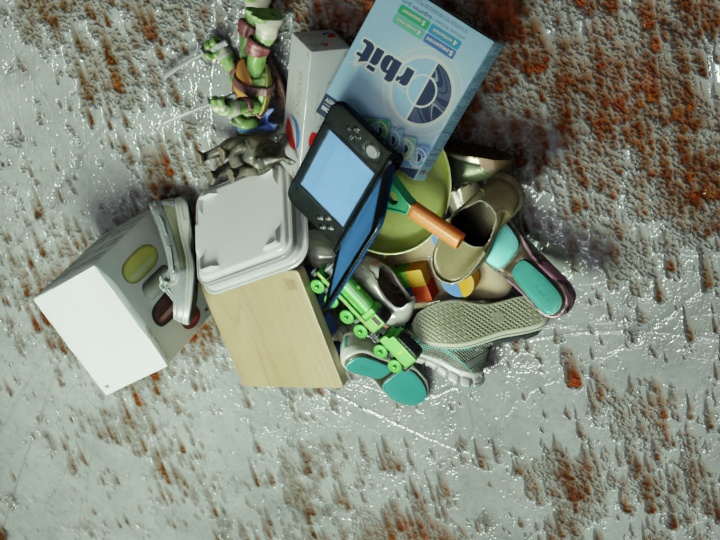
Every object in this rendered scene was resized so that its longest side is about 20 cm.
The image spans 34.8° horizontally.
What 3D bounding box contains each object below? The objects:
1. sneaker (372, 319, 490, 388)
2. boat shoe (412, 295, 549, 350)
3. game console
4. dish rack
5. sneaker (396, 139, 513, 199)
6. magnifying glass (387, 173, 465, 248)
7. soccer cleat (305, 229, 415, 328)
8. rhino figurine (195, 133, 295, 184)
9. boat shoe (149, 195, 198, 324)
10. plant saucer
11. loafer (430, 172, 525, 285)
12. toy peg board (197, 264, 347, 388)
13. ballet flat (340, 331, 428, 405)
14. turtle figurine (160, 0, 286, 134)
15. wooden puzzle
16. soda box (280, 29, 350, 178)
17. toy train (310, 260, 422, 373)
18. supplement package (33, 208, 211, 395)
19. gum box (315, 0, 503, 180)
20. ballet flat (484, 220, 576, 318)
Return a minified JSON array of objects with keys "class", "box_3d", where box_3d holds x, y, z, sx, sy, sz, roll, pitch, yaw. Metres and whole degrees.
[{"class":"sneaker","box_3d":[0.106,0.094,1.715,0.199,0.078,0.092,23,109,4]},{"class":"boat shoe","box_3d":[0.174,0.077,1.650,0.198,0.075,0.062,-8,158,9]},{"class":"game console","box_3d":[-0.035,-0.083,1.483,0.171,0.118,0.200,44,137,11]},{"class":"dish rack","box_3d":[-0.168,-0.068,1.672,0.199,0.173,0.043,-19,155,31]},{"class":"sneaker","box_3d":[0.110,-0.129,1.567,0.199,0.067,0.091,13,112,24]},{"class":"magnifying glass","box_3d":[0.051,-0.094,1.512,0.199,0.022,0.080,37,137,15]},{"class":"soccer cleat","box_3d":[0.000,0.000,1.667,0.200,0.069,0.078,41,142,6]},{"class":"rhino figurine","box_3d":[-0.153,-0.160,1.612,0.199,0.087,0.060,7,115,59]},{"class":"boat shoe","box_3d":[-0.281,-0.015,1.736,0.064,0.204,0.075,-5,163,-5]},{"class":"plant saucer","box_3d":[0.038,-0.123,1.550,0.198,0.031,0.202,7,105,28]},{"class":"loafer","box_3d":[0.143,-0.050,1.532,0.076,0.067,0.201,44,134,15]},{"class":"toy peg board","box_3d":[-0.114,0.067,1.746,0.198,0.098,0.201,-3,118,36]},{"class":"ballet flat","box_3d":[0.038,0.142,1.748,0.069,0.070,0.200,-21,145,31]},{"class":"turtle figurine","box_3d":[-0.186,-0.281,1.561,0.199,0.144,0.195,23,121,4]},{"class":"wooden puzzle","box_3d":[0.098,-0.026,1.651,0.198,0.046,0.186,-11,114,27]},{"class":"soda box","box_3d":[-0.062,-0.222,1.575,0.068,0.063,0.201,51,142,47]},{"class":"toy train","box_3d":[0.009,0.064,1.638,0.200,0.042,0.056,46,129,-4]},{"class":"supplement package","box_3d":[-0.354,0.044,1.785,0.146,0.200,0.192,-24,108,32]},{"class":"gum box","box_3d":[0.060,-0.245,1.475,0.169,0.044,0.201,36,106,19]},{"class":"ballet flat","box_3d":[0.219,-0.017,1.582,0.200,0.071,0.069,47,118,13]}]
